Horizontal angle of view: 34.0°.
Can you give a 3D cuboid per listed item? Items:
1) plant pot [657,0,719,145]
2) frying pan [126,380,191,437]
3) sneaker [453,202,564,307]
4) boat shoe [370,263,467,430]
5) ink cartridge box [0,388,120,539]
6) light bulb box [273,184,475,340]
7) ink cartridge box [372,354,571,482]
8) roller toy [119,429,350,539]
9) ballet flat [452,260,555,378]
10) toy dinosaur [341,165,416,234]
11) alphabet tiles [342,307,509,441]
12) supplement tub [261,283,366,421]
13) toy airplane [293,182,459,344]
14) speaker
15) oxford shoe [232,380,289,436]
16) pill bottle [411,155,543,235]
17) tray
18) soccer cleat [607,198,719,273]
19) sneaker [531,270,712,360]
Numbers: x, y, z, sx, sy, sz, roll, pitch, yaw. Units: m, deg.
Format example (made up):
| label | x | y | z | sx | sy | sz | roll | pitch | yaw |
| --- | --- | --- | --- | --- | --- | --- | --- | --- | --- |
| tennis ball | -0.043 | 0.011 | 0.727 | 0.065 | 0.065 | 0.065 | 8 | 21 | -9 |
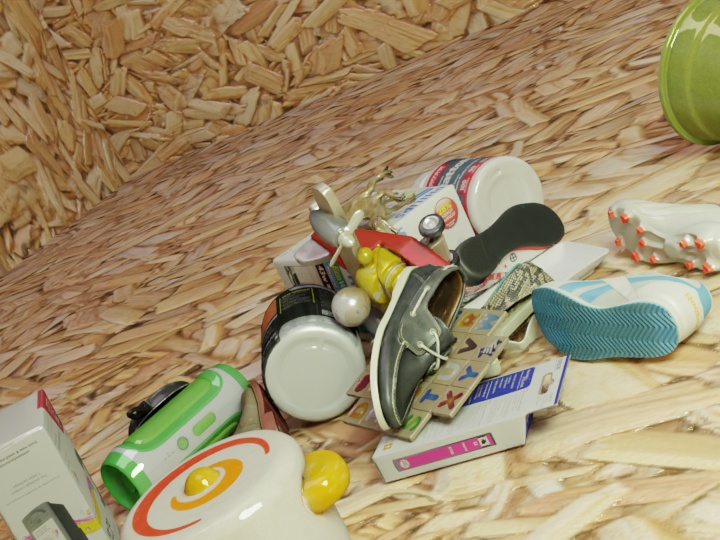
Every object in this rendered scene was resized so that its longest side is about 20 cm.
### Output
| label | x | y | z | sx | sy | sz | roll | pitch | yaw |
| --- | --- | --- | --- | --- | --- | --- | --- | --- | --- |
| plant pot | 0.498 | -0.236 | 1.429 | 0.199 | 0.202 | 0.184 | -33 | 28 | -17 |
| frying pan | -0.276 | 0.189 | 1.503 | 0.115 | 0.031 | 0.190 | -52 | -14 | 20 |
| sneaker | 0.160 | -0.014 | 1.451 | 0.200 | 0.067 | 0.108 | -27 | -15 | -40 |
| boat shoe | 0.057 | 0.070 | 1.175 | 0.067 | 0.072 | 0.201 | -3 | 44 | 26 |
| ink cartridge box | -0.323 | 0.244 | 1.238 | 0.085 | 0.202 | 0.148 | -29 | 16 | -9 |
| light bulb box | 0.025 | -0.012 | 1.582 | 0.198 | 0.126 | 0.199 | -36 | 20 | -28 |
| ink cartridge box | 0.112 | 0.143 | 1.138 | 0.198 | 0.037 | 0.095 | -23 | 16 | 26 |
| roller toy | -0.110 | 0.233 | 1.035 | 0.199 | 0.141 | 0.182 | -9 | 25 | 46 |
| ballet flat | 0.142 | 0.069 | 1.261 | 0.200 | 0.068 | 0.075 | -41 | 51 | -20 |
| toy dinosaur | 0.005 | -0.083 | 1.506 | 0.101 | 0.059 | 0.200 | -35 | 19 | -18 |
| alphabet tiles | 0.064 | 0.100 | 1.206 | 0.167 | 0.006 | 0.199 | -51 | 23 | -20 |
| supplement tub | -0.060 | 0.090 | 1.417 | 0.122 | 0.123 | 0.200 | -26 | 17 | 4 |
| toy airplane | 0.000 | 0.000 | 1.343 | 0.142 | 0.199 | 0.199 | -58 | 7 | -28 |
| speaker | -0.216 | 0.198 | 1.412 | 0.088 | 0.089 | 0.200 | -9 | 25 | 47 |
| oxford shoe | -0.124 | 0.183 | 1.340 | 0.074 | 0.071 | 0.200 | -34 | 15 | -2 |
| pill bottle | 0.153 | -0.097 | 1.646 | 0.119 | 0.120 | 0.199 | -34 | 17 | -22 |
| tray | 0.192 | 0.029 | 1.375 | 0.199 | 0.022 | 0.107 | -33 | 16 | -15 |
| soccer cleat | 0.346 | -0.043 | 1.276 | 0.077 | 0.070 | 0.200 | -27 | 22 | -18 |
| sneaker | 0.253 | 0.041 | 1.166 | 0.080 | 0.077 | 0.199 | -28 | 20 | -33 |
